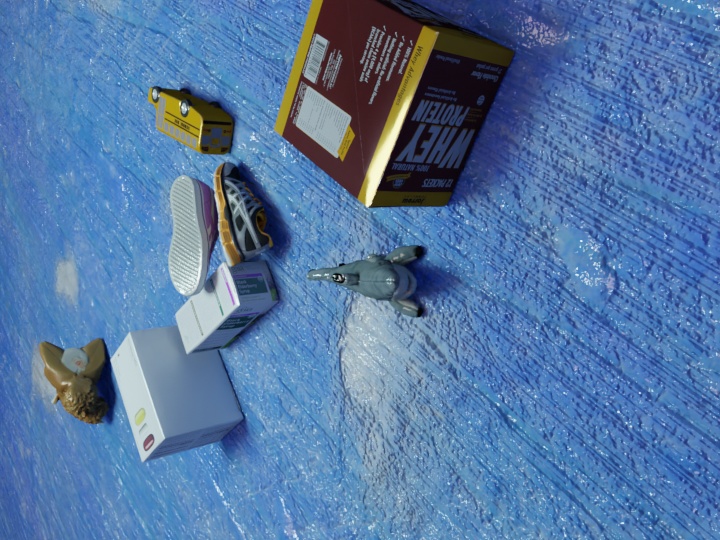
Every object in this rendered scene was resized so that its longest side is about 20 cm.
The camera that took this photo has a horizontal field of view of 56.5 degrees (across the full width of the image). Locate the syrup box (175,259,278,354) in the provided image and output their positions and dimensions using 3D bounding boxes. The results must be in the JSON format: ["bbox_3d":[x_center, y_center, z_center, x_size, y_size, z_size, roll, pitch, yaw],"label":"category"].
[{"bbox_3d":[-0.227,0.063,1.123,0.200,0.079,0.082,-38,67,42],"label":"syrup box"}]

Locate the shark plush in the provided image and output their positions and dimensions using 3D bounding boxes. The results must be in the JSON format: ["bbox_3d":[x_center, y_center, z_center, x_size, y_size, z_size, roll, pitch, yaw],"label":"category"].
[{"bbox_3d":[0.000,0.000,0.871,0.200,0.083,0.091,21,110,43],"label":"shark plush"}]

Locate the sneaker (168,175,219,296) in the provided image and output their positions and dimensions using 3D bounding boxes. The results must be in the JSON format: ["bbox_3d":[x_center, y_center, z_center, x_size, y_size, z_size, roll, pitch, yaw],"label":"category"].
[{"bbox_3d":[-0.254,-0.050,1.113,0.072,0.114,0.202,-9,73,25],"label":"sneaker"}]

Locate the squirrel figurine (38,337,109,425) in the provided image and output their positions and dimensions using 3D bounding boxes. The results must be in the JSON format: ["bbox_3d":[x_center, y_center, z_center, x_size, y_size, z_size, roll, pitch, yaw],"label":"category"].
[{"bbox_3d":[-0.682,0.281,1.596,0.187,0.141,0.201,-53,55,44],"label":"squirrel figurine"}]

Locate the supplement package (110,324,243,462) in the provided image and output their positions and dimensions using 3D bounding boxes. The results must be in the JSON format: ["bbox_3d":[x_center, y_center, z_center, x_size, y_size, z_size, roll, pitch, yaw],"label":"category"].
[{"bbox_3d":[-0.328,0.210,1.192,0.111,0.155,0.201,-44,63,39],"label":"supplement package"}]

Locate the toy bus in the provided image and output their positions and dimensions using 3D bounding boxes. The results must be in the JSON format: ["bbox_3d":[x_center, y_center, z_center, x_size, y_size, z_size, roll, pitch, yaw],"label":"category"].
[{"bbox_3d":[-0.303,-0.268,1.177,0.200,0.065,0.079,30,117,40],"label":"toy bus"}]

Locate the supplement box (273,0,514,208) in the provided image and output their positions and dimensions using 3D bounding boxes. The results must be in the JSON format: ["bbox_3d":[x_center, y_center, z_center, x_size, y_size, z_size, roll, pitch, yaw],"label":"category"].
[{"bbox_3d":[0.030,-0.206,0.780,0.200,0.132,0.198,42,123,35],"label":"supplement box"}]

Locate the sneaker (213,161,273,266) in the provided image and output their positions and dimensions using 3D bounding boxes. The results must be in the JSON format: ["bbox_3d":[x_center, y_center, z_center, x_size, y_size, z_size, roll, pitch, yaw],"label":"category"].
[{"bbox_3d":[-0.190,-0.095,1.076,0.078,0.077,0.201,84,172,-58],"label":"sneaker"}]
